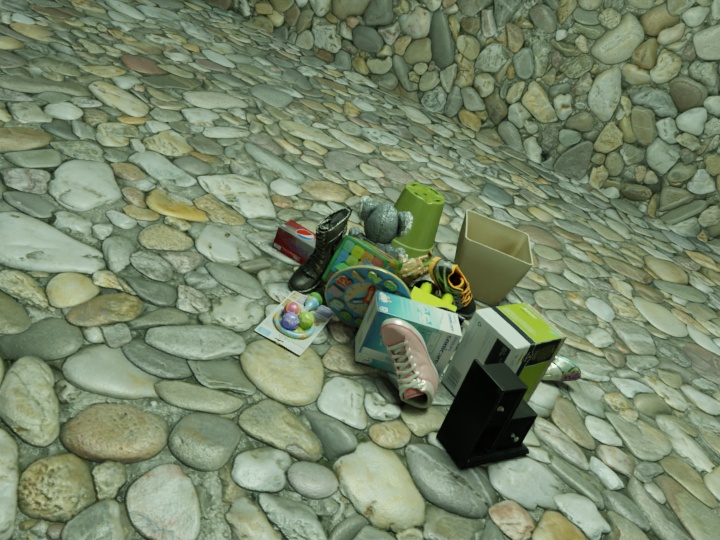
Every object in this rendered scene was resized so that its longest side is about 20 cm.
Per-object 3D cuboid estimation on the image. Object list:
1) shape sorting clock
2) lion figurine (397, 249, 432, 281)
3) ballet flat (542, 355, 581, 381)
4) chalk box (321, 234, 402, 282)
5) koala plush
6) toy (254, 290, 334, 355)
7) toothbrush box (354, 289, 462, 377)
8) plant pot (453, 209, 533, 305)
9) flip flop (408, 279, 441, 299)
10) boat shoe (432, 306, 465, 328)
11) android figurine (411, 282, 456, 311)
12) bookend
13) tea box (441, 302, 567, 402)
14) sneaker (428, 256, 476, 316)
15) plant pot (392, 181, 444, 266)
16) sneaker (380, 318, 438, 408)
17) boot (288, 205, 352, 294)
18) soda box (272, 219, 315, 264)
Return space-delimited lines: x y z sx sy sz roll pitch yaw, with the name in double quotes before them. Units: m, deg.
"shape sorting clock" 0.016 0.066 1.554 0.197 0.201 0.039 21 43 -3
"lion figurine" 0.138 0.000 1.856 0.121 0.200 0.073 -26 76 -6
"ballet flat" 0.451 0.230 1.743 0.199 0.070 0.071 32 47 25
"chalk box" 0.000 0.000 1.659 0.124 0.125 0.200 32 6 16
"koala plush" 0.047 -0.087 1.830 0.175 0.202 0.184 25 28 4
"toy" -0.136 0.098 1.539 0.114 0.048 0.200 26 28 9
"toothbrush box" 0.102 0.147 1.527 0.197 0.148 0.086 17 30 -12
"plant pot" 0.355 -0.023 1.972 0.197 0.179 0.201 21 28 -2
"flip flop" 0.162 0.054 1.826 0.197 0.058 0.081 7 32 -27
"boat shoe" 0.148 0.109 1.611 0.197 0.093 0.075 22 42 0
"android figurine" 0.163 0.114 1.711 0.180 0.041 0.201 25 43 4
"bookend" 0.281 0.276 1.382 0.198 0.201 0.092 1 32 -36
"tea box" 0.318 0.196 1.546 0.195 0.202 0.134 -3 37 -41
"sneaker" 0.250 0.050 1.800 0.077 0.079 0.200 7 -36 51
"plant pot" 0.155 -0.145 2.023 0.197 0.192 0.201 17 29 -10
"sneaker" 0.101 0.199 1.439 0.201 0.075 0.105 58 29 -24
"boot" -0.097 -0.052 1.637 0.069 0.175 0.200 37 64 17
"soda box" -0.123 -0.049 1.786 0.198 0.064 0.070 31 30 13
